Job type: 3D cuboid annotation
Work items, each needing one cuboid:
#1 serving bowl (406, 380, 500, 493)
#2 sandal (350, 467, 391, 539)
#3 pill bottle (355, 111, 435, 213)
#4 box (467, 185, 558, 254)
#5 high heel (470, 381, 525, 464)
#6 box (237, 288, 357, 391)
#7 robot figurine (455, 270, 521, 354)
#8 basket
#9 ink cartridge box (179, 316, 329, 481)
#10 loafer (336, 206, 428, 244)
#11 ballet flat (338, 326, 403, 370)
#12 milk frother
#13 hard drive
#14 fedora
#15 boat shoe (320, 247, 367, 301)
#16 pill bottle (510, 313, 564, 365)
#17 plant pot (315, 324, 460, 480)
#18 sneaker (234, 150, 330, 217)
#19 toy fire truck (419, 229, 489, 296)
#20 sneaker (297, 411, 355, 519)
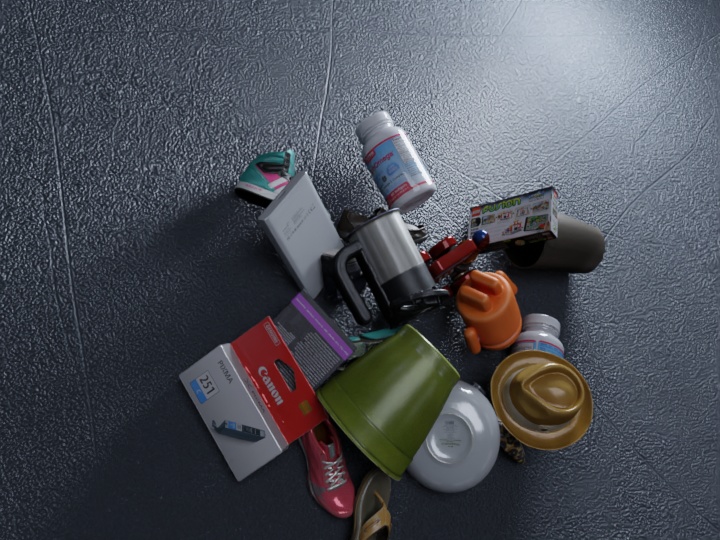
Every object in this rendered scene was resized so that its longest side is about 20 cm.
[{"bbox_3d":[0.157,0.298,1.008,0.195,0.066,0.205,-1,80,5],"label":"serving bowl"},{"bbox_3d":[0.019,0.437,0.935,0.080,0.053,0.203,42,57,-40],"label":"sandal"},{"bbox_3d":[0.070,-0.232,1.204,0.107,0.109,0.203,-23,79,-28],"label":"pill bottle"},{"bbox_3d":[0.328,-0.105,1.219,0.035,0.197,0.112,35,56,-39],"label":"box"},{"bbox_3d":[0.225,0.335,1.087,0.142,0.071,0.201,-40,99,-8],"label":"high heel"},{"bbox_3d":[-0.123,0.154,0.979,0.200,0.036,0.143,-44,87,-9],"label":"box"},{"bbox_3d":[0.262,0.083,1.130,0.114,0.201,0.146,-13,50,19],"label":"robot figurine"},{"bbox_3d":[0.447,-0.067,1.287,0.196,0.137,0.182,11,39,-24],"label":"basket"},{"bbox_3d":[-0.176,0.207,0.922,0.175,0.045,0.202,-34,83,6],"label":"ink cartridge box"},{"bbox_3d":[0.048,-0.093,1.147,0.195,0.073,0.073,3,99,-14],"label":"loafer"},{"bbox_3d":[0.006,0.153,1.064,0.196,0.074,0.076,-6,71,-22],"label":"ballet flat"},{"bbox_3d":[0.065,-0.008,0.972,0.179,0.199,0.191,-24,83,-40],"label":"milk frother"},{"bbox_3d":[-0.102,-0.063,1.049,0.133,0.026,0.202,-54,135,-30],"label":"hard drive"},{"bbox_3d":[0.342,0.226,1.030,0.196,0.082,0.205,2,62,-3],"label":"fedora"},{"bbox_3d":[0.000,0.000,1.122,0.197,0.074,0.095,-13,109,-41],"label":"boat shoe"},{"bbox_3d":[0.361,0.199,1.155,0.107,0.109,0.203,23,62,-11],"label":"pill bottle"},{"bbox_3d":[0.060,0.203,0.941,0.200,0.200,0.193,44,86,1],"label":"plant pot"},{"bbox_3d":[-0.140,-0.173,1.123,0.196,0.084,0.123,21,72,-11],"label":"sneaker"},{"bbox_3d":[0.187,-0.016,1.137,0.198,0.168,0.113,-29,81,-29],"label":"toy fire truck"},{"bbox_3d":[-0.059,0.322,0.947,0.073,0.087,0.203,-19,78,-27],"label":"sneaker"}]
